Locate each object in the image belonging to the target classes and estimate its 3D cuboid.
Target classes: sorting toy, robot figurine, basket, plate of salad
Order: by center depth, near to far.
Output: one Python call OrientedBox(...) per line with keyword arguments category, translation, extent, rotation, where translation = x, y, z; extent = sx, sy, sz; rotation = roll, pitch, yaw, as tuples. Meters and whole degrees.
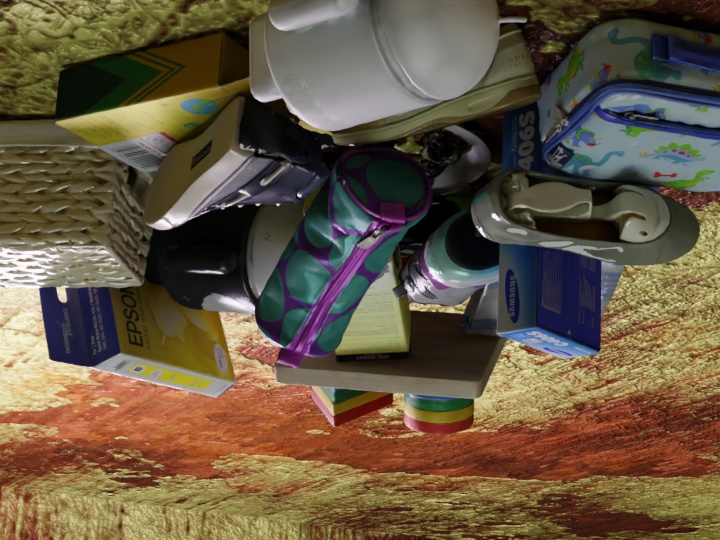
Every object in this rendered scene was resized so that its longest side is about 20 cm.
OrientedBox(category="robot figurine", translation=(0.014, -0.164, 1.056), extent=(0.200, 0.113, 0.169), rotation=(-12, 167, 37))
OrientedBox(category="plate of salad", translation=(0.018, -0.094, 1.368), extent=(0.199, 0.048, 0.200), rotation=(3, 161, 1))
OrientedBox(category="basket", translation=(-0.295, -0.058, 1.394), extent=(0.199, 0.124, 0.136), rotation=(-1, 162, 9))
OrientedBox(category="robot figurine", translation=(-0.116, -0.017, 1.463), extent=(0.199, 0.150, 0.125), rotation=(3, 135, 30))
OrientedBox(category="sorting toy", translation=(0.036, 0.102, 1.513), extent=(0.199, 0.070, 0.199), rotation=(4, -163, 13))

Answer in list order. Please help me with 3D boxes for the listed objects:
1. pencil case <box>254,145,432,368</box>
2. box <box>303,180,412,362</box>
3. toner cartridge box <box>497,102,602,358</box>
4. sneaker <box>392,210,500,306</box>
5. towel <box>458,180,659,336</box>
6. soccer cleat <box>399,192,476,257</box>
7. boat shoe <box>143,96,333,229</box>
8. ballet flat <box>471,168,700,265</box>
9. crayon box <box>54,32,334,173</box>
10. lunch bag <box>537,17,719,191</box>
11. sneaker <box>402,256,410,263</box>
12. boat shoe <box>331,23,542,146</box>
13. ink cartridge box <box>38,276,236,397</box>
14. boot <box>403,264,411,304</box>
OrientedBox(category="pencil case", translation=(-0.018, -0.013, 1.270), extent=(0.085, 0.093, 0.200), rotation=(17, 133, -16))
OrientedBox(category="box", translation=(0.000, 0.000, 1.380), extent=(0.075, 0.050, 0.200), rotation=(-4, 135, 9))
OrientedBox(category="toner cartridge box", translation=(0.162, -0.034, 1.288), extent=(0.043, 0.201, 0.095), rotation=(-13, 156, 42))
OrientedBox(category="sneaker", translation=(0.111, -0.020, 1.379), extent=(0.200, 0.078, 0.140), rotation=(-16, 167, -36))
OrientedBox(category="towel", translation=(0.192, -0.011, 1.464), extent=(0.146, 0.024, 0.200), rotation=(7, 126, -18))
OrientedBox(category="soccer cleat", translation=(0.034, -0.042, 1.469), extent=(0.199, 0.068, 0.081), rotation=(-11, 175, 32))
OrientedBox(category="boat shoe", translation=(-0.101, -0.071, 1.244), extent=(0.093, 0.075, 0.200), rotation=(20, 155, -26))
OrientedBox(category="ballet flat", translation=(0.189, -0.044, 1.216), extent=(0.199, 0.068, 0.064), rotation=(4, 159, -12))
OrientedBox(category="crayon box", translation=(-0.135, -0.138, 1.252), extent=(0.199, 0.051, 0.127), rotation=(-7, 159, 28))
OrientedBox(category="lunch bag", translation=(0.249, -0.127, 1.194), extent=(0.199, 0.083, 0.161), rotation=(7, 158, -17))
OrientedBox(category="sneaker", translation=(0.081, -0.018, 1.523), extent=(0.199, 0.085, 0.077), rotation=(-8, 157, 27))
OrientedBox(category="boat shoe", translation=(0.054, -0.143, 1.209), extent=(0.200, 0.063, 0.073), rotation=(-10, -175, 46))
OrientedBox(category="ink cartridge box", translation=(-0.227, 0.019, 1.506), extent=(0.047, 0.198, 0.200), rotation=(-37, 143, 29))
OrientedBox(category="boot", translation=(0.116, 0.018, 1.678), extent=(0.199, 0.064, 0.186), rotation=(-1, 164, -3))
